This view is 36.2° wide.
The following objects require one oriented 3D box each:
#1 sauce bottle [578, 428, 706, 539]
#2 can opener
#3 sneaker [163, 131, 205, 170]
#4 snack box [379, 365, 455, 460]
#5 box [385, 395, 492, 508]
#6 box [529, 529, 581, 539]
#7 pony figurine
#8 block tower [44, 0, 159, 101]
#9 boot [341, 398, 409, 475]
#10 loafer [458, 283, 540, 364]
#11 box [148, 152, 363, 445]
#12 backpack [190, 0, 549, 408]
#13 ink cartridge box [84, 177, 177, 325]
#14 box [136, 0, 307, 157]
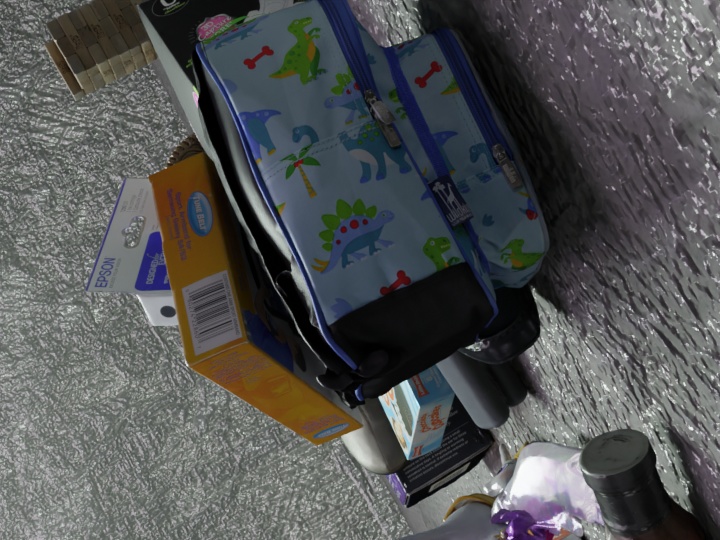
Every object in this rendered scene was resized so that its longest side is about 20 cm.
[{"bbox_3d":[0.177,0.181,0.632,0.201,0.066,0.066,67,170,-21],"label":"sauce bottle"},{"bbox_3d":[0.048,0.032,0.841,0.067,0.053,0.201,-19,108,52],"label":"can opener"},{"bbox_3d":[-0.128,-0.122,1.043,0.071,0.201,0.112,34,169,-10],"label":"sneaker"},{"bbox_3d":[0.020,0.052,0.958,0.116,0.037,0.201,94,153,-59],"label":"snack box"},{"bbox_3d":[0.042,0.135,1.174,0.201,0.104,0.148,58,172,16],"label":"box"},{"bbox_3d":[0.137,0.313,1.012,0.107,0.152,0.200,61,171,5],"label":"box"},{"bbox_3d":[0.109,0.203,0.809,0.193,0.199,0.168,20,134,54],"label":"pony figurine"},{"bbox_3d":[-0.171,-0.220,0.941,0.054,0.199,0.058,59,172,6],"label":"block tower"},{"bbox_3d":[-0.022,0.101,1.041,0.201,0.067,0.131,66,-170,14],"label":"boot"},{"bbox_3d":[0.051,-0.015,0.720,0.071,0.068,0.201,55,-178,-41],"label":"loafer"},{"bbox_3d":[-0.053,0.028,0.659,0.200,0.041,0.120,44,-154,-60],"label":"box"},{"bbox_3d":[0.007,-0.048,0.596,0.201,0.146,0.183,62,178,11],"label":"backpack"},{"bbox_3d":[-0.134,-0.023,1.010,0.199,0.198,0.044,-89,0,-56],"label":"ink cartridge box"},{"bbox_3d":[-0.070,-0.136,0.873,0.200,0.124,0.149,55,169,43],"label":"box"}]
